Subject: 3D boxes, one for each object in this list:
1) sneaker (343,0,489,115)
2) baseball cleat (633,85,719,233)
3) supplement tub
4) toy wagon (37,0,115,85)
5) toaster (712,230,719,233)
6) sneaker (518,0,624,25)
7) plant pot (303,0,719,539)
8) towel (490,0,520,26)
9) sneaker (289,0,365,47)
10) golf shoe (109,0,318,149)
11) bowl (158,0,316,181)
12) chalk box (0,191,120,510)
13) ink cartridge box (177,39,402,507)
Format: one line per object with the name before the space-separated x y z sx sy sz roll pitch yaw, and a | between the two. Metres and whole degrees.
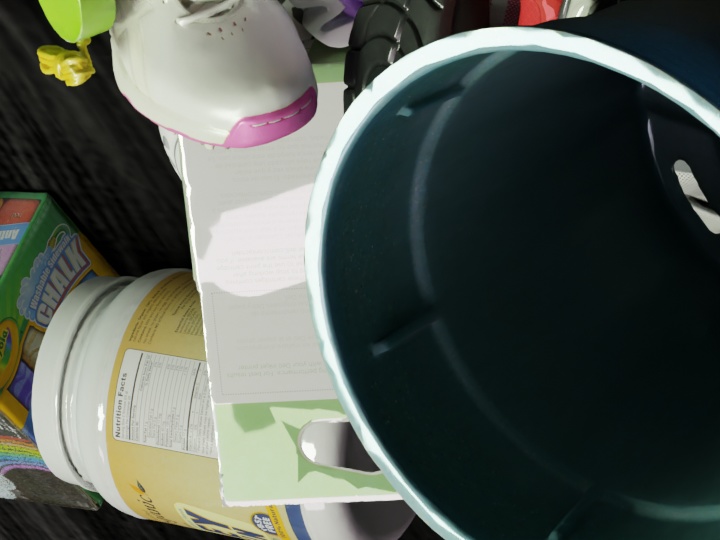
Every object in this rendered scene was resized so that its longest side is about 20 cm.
sneaker | 0.039 -0.044 0.964 0.081 0.073 0.201 -7 122 -18
baseball cleat | 0.181 -0.049 0.953 0.199 0.070 0.107 21 157 27
supplement tub | -0.069 0.076 1.329 0.199 0.145 0.145 8 149 27
toy wagon | -0.127 -0.173 0.942 0.155 0.039 0.201 27 134 56
toaster | 0.162 0.028 1.092 0.199 0.119 0.181 23 152 1
sneaker | 0.072 -0.155 0.882 0.085 0.077 0.201 22 132 24
plant pot | 0.117 -0.014 0.822 0.199 0.196 0.201 16 120 30
towel | 0.142 -0.109 0.966 0.199 0.030 0.147 21 151 7
sneaker | -0.014 -0.173 0.933 0.088 0.081 0.200 -8 142 31
golf shoe | -0.080 -0.126 0.983 0.200 0.075 0.092 51 157 43
bowl | -0.023 -0.055 1.119 0.200 0.095 0.201 19 152 11
chalk box | -0.223 0.032 1.398 0.124 0.124 0.200 4 146 35
ink cartridge box | 0.000 0.000 1.043 0.144 0.048 0.201 -3 110 6
